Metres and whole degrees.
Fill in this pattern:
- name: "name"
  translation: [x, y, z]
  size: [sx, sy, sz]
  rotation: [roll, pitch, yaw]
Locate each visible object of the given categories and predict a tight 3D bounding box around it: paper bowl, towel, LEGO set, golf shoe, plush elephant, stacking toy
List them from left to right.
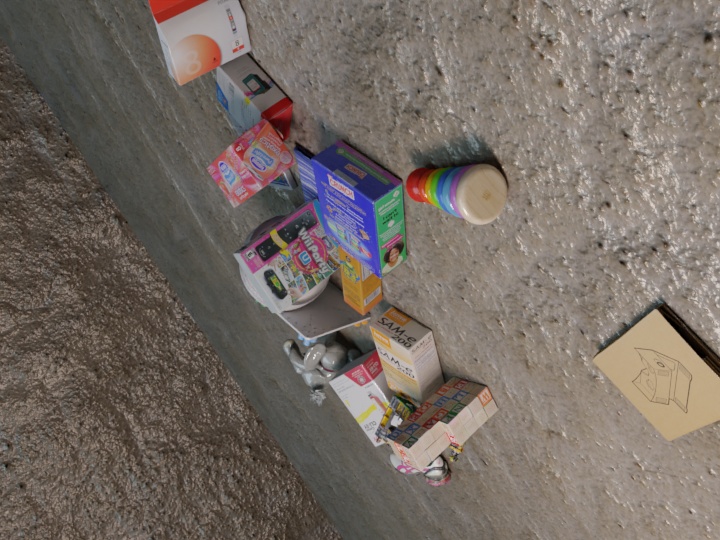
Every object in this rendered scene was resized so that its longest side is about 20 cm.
- name: "paper bowl"
  translation: [-0.156, -0.020, 1.746]
  size: [0.202, 0.200, 0.104]
  rotation: [54, 149, -5]
- name: "towel"
  translation: [-0.080, -0.149, 1.649]
  size: [0.144, 0.024, 0.201]
  rotation: [40, 154, 31]
- name: "plush elephant"
  translation: [-0.090, 0.223, 2.059]
  size: [0.163, 0.155, 0.201]
  rotation: [21, -147, -29]
- name: "golf shoe"
  translation: [0.147, 0.481, 2.059]
  size: [0.198, 0.072, 0.093]
  rotation: [4, 122, 49]
- name: "LEGO set"
  translation: [0.126, 0.366, 1.749]
  size: [0.198, 0.117, 0.153]
  rotation: [25, -177, -34]
- name: "stacking toy"
  translation: [0.134, -0.122, 1.220]
  size: [0.086, 0.085, 0.199]
  rotation: [62, 162, -21]

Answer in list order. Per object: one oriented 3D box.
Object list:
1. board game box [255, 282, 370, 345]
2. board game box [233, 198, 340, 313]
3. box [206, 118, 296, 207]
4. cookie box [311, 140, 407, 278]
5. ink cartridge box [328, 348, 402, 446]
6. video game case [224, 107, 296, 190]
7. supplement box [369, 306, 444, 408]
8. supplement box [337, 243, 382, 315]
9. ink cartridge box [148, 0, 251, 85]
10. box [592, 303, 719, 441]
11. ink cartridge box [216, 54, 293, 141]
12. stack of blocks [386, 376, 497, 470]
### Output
- name: "board game box"
  translation: [-0.110, 0.085, 1.825]
  size: [0.199, 0.198, 0.026]
  rotation: [37, 126, 33]
- name: "board game box"
  translation: [-0.137, -0.031, 1.653]
  size: [0.149, 0.199, 0.064]
  rotation: [57, 160, -11]
- name: "box"
  translation: [-0.216, -0.205, 1.566]
  size: [0.103, 0.094, 0.199]
  rotation: [55, 157, -10]
- name: "cookie box"
  translation: [0.001, -0.111, 1.479]
  size: [0.171, 0.075, 0.201]
  rotation: [39, 154, 32]
- name: "ink cartridge box"
  translation: [0.041, 0.306, 1.936]
  size: [0.145, 0.083, 0.201]
  rotation: [-34, 94, 45]
- name: "video game case"
  translation: [-0.218, -0.271, 1.746]
  size: [0.142, 0.018, 0.202]
  rotation: [18, 139, 53]
- name: "supplement box"
  translation: [0.103, 0.192, 1.718]
  size: [0.125, 0.073, 0.202]
  rotation: [29, 147, 43]
- name: "supplement box"
  translation: [0.000, 0.000, 1.654]
  size: [0.066, 0.069, 0.201]
  rotation: [36, 150, 29]
- name: "ink cartridge box"
  translation: [-0.283, -0.449, 1.431]
  size: [0.050, 0.161, 0.201]
  rotation: [47, 158, 28]
- name: "box"
  translation: [0.421, 0.146, 1.110]
  size: [0.164, 0.021, 0.200]
  rotation: [48, 157, 12]
- name: "ink cartridge box"
  translation: [-0.196, -0.317, 1.574]
  size: [0.200, 0.067, 0.116]
  rotation: [48, 158, 12]
- name: "stack of blocks"
  translation: [0.163, 0.305, 1.602]
  size: [0.115, 0.199, 0.059]
  rotation: [8, 132, 60]
